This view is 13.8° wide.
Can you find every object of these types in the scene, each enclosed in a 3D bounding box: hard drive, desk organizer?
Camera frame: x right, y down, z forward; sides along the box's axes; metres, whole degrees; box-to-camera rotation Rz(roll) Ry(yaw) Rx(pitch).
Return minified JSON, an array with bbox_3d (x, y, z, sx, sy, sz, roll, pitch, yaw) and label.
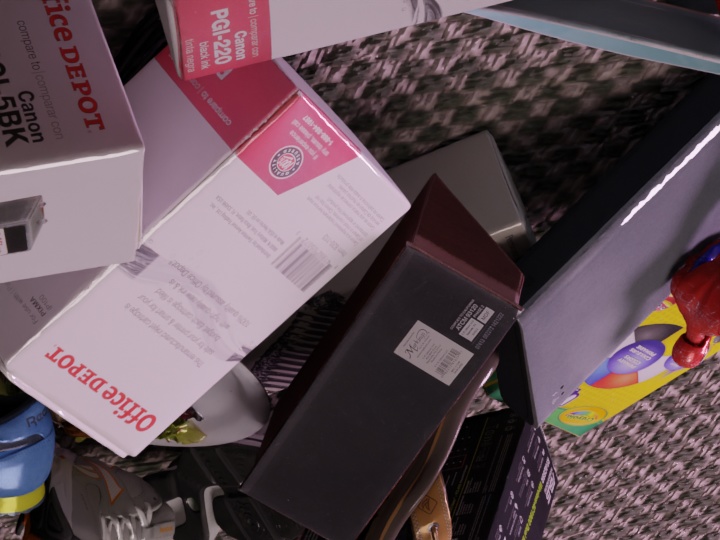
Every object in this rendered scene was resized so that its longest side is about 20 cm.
[{"bbox_3d":[0.154,-0.014,1.714,0.200,0.033,0.140,-44,154,-15],"label":"hard drive"},{"bbox_3d":[0.015,0.050,1.625,0.071,0.077,0.200,29,125,-7],"label":"desk organizer"}]

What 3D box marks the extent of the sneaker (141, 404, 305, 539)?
[{"bbox_3d":[-0.052,0.109,1.811,0.115,0.076,0.200,-37,-171,-27],"label":"sneaker"}]

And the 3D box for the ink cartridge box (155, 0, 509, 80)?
[{"bbox_3d":[-0.005,-0.183,1.314,0.199,0.146,0.085,-15,149,-6],"label":"ink cartridge box"}]

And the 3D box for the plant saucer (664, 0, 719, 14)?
[{"bbox_3d":[0.256,-0.148,1.542,0.199,0.028,0.200,0,-171,0],"label":"plant saucer"}]

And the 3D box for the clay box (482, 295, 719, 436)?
[{"bbox_3d":[0.159,0.040,1.880,0.200,0.048,0.115,-35,146,24],"label":"clay box"}]

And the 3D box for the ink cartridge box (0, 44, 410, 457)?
[{"bbox_3d":[-0.094,-0.018,1.500,0.200,0.083,0.147,-42,148,3],"label":"ink cartridge box"}]

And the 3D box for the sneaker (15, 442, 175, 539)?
[{"bbox_3d":[-0.151,0.146,1.754,0.091,0.076,0.200,12,-172,-9],"label":"sneaker"}]

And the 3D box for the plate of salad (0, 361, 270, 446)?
[{"bbox_3d":[-0.149,0.064,1.670,0.199,0.048,0.200,11,155,5],"label":"plate of salad"}]

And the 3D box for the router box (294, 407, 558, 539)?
[{"bbox_3d":[0.030,0.166,1.818,0.149,0.200,0.062,-12,112,19],"label":"router box"}]

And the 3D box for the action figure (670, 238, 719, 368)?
[{"bbox_3d":[0.250,-0.025,1.743,0.099,0.065,0.201,11,115,-53],"label":"action figure"}]

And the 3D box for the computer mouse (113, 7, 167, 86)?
[{"bbox_3d":[-0.089,-0.075,1.557,0.140,0.046,0.200,-46,147,11],"label":"computer mouse"}]

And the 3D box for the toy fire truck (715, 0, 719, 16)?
[{"bbox_3d":[0.237,-0.158,1.412,0.175,0.129,0.201,-18,106,-3],"label":"toy fire truck"}]

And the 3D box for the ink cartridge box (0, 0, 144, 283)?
[{"bbox_3d":[-0.212,-0.067,1.384,0.199,0.147,0.083,-10,141,-17],"label":"ink cartridge box"}]

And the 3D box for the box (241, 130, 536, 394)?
[{"bbox_3d":[0.000,0.000,1.699,0.199,0.069,0.082,-22,149,6],"label":"box"}]

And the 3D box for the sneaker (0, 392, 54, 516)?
[{"bbox_3d":[-0.267,0.081,1.662,0.199,0.066,0.079,7,119,5],"label":"sneaker"}]

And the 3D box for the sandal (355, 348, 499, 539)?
[{"bbox_3d":[0.033,0.130,1.687,0.054,0.082,0.201,29,92,-10],"label":"sandal"}]

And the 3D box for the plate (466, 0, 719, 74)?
[{"bbox_3d":[0.142,-0.123,1.515,0.199,0.200,0.026,10,95,-41],"label":"plate"}]
